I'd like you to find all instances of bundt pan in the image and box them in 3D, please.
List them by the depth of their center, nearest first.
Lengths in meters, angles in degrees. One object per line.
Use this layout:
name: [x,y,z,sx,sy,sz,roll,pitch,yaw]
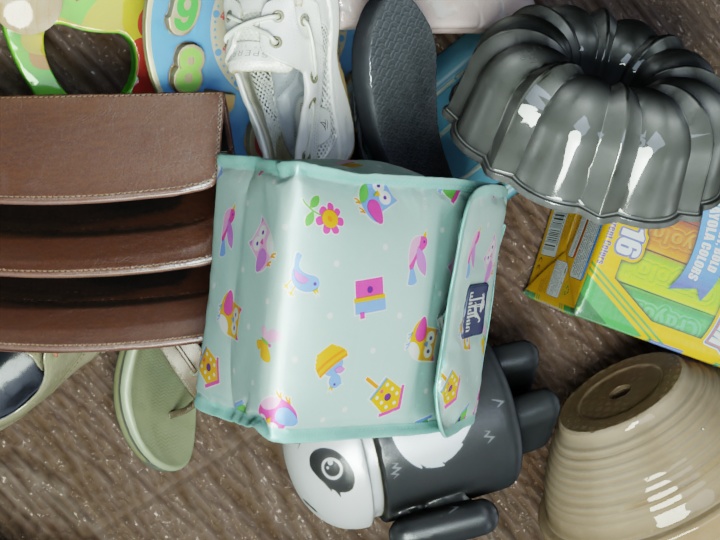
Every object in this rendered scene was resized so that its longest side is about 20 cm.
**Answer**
bundt pan: [0.161,-0.115,0.930,0.200,0.202,0.076,8,125,-13]

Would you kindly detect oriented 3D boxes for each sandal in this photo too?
sandal: [0.021,-0.096,0.945,0.076,0.043,0.201,-48,143,-33]
sandal: [-0.123,0.045,0.988,0.080,0.057,0.203,7,95,-56]

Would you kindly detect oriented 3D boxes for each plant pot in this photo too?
plant pot: [0.207,0.124,1.007,0.200,0.201,0.093,-32,104,-7]

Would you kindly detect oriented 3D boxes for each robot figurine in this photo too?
robot figurine: [0.042,0.112,1.011,0.199,0.150,0.126,-14,112,-10]

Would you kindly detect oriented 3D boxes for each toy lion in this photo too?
toy lion: [-0.136,-0.158,0.980,0.199,0.069,0.193,-28,109,-11]

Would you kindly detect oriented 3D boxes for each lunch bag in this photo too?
lunch bag: [0.009,0.018,0.879,0.199,0.122,0.172,5,94,-34]

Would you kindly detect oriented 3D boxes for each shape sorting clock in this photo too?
shape sorting clock: [-0.055,-0.168,0.960,0.199,0.039,0.202,-8,106,-29]

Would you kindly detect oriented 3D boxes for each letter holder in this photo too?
letter holder: [-0.185,-0.030,0.906,0.198,0.101,0.143,-1,55,2]

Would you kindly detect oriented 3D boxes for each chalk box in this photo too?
chalk box: [0.246,-0.001,1.043,0.199,0.124,0.126,18,93,-13]

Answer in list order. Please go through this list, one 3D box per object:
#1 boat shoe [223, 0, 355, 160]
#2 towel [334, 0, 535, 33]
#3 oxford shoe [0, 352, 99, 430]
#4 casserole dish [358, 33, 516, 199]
boat shoe: [-0.055,-0.146,0.893,0.069,0.070,0.201,-41,124,-46]
towel: [0.036,-0.262,0.968,0.190,0.032,0.202,-8,88,-36]
oxford shoe: [-0.210,0.044,0.976,0.070,0.075,0.200,41,86,-12]
casserole dish: [0.092,-0.108,1.043,0.200,0.039,0.121,-39,103,-6]
